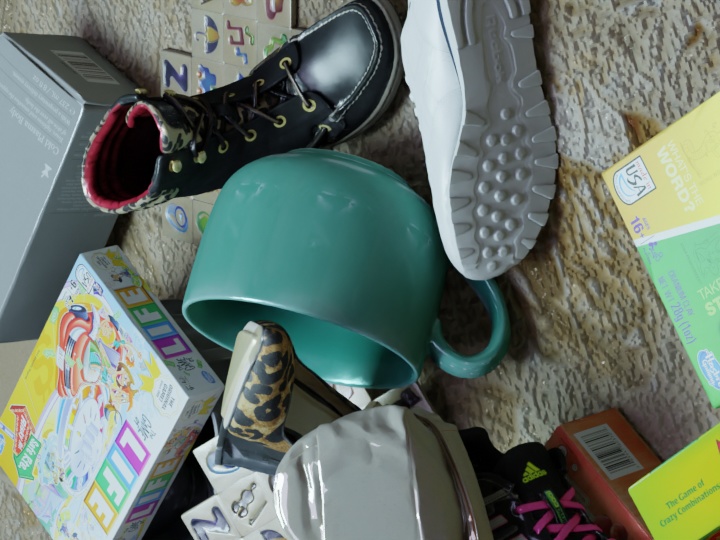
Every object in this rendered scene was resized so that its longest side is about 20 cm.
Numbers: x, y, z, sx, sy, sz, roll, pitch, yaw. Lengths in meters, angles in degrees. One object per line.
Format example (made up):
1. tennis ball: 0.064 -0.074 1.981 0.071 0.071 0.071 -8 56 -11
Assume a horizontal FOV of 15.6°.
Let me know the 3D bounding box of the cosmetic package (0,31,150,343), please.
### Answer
1. cosmetic package: -0.231 -0.058 1.859 0.107 0.090 0.200 38 113 32

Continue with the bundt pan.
1. bundt pan: -0.135 0.111 1.827 0.202 0.076 0.202 14 110 44

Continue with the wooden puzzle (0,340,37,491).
1. wooden puzzle: -0.276 0.047 1.994 0.185 0.037 0.200 27 114 39

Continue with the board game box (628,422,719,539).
1. board game box: 0.245 0.082 1.400 0.200 0.101 0.048 -43 68 44

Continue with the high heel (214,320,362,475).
1. high heel: -0.012 0.086 1.590 0.200 0.142 0.072 104 178 -65

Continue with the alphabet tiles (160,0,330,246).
1. alphabet tiles: -0.079 -0.104 1.762 0.167 0.008 0.200 16 111 44

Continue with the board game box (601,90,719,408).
1. board game box: 0.237 -0.034 1.423 0.200 0.040 0.153 -37 74 45

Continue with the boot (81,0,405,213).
1. boot: -0.074 -0.100 1.641 0.200 0.150 0.073 -34 75 46

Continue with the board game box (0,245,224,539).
1. board game box: -0.177 0.100 1.788 0.135 0.034 0.200 50 132 25

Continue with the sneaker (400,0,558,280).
1. sneaker: 0.064 -0.095 1.577 0.080 0.076 0.200 8 102 57

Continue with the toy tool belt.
1. toy tool belt: 0.020 0.174 1.497 0.125 0.123 0.200 -11 88 7

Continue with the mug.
1. mug: -0.009 -0.001 1.627 0.152 0.185 0.115 -11 59 56

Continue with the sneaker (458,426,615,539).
1. sneaker: 0.102 0.147 1.505 0.200 0.074 0.088 25 122 47

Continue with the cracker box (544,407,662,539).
1. cracker box: 0.132 0.200 1.584 0.134 0.058 0.200 51 132 26

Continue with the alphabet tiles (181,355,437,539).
1. alphabet tiles: -0.018 0.158 1.704 0.200 0.006 0.167 -32 87 25
